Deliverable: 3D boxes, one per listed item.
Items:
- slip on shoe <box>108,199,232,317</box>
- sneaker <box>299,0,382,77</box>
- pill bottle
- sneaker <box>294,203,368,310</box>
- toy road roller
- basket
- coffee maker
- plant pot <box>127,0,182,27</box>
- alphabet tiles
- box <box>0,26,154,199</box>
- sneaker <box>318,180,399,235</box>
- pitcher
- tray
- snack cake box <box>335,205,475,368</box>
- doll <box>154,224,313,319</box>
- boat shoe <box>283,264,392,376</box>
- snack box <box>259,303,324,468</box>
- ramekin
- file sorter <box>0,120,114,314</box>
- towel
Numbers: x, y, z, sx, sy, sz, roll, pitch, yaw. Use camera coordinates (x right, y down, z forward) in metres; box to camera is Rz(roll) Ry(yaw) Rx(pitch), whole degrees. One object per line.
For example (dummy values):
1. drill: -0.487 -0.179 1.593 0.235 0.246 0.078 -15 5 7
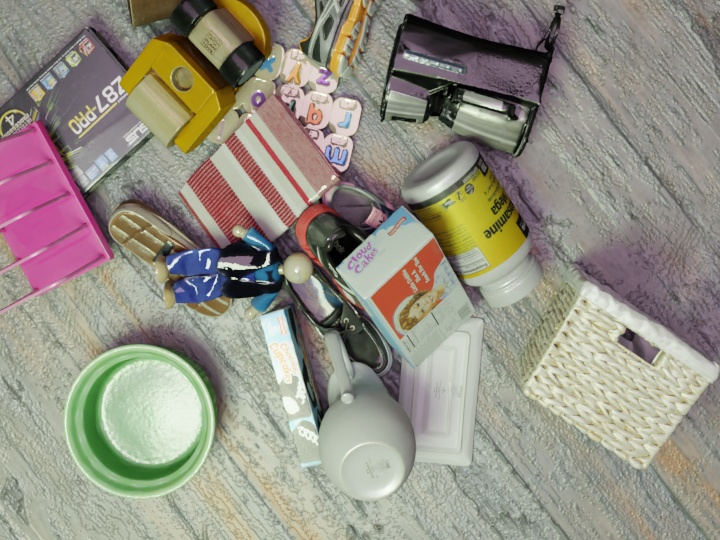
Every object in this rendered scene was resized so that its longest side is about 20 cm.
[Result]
1. slip on shoe: -0.248 -0.019 1.501 0.199 0.061 0.076 38 109 -16
2. sneaker: -0.019 -0.357 1.473 0.077 0.078 0.202 20 85 22
3. pill bottle: 0.149 -0.055 1.442 0.112 0.113 0.201 -36 108 3
4. sneaker: 0.000 0.000 1.443 0.071 0.098 0.201 -46 121 -5
5. toy road roller: -0.197 -0.262 1.450 0.123 0.146 0.200 46 115 -1
6. basket: 0.313 0.116 1.417 0.197 0.200 0.162 33 99 1
7. coffee maker: 0.138 -0.261 1.454 0.198 0.135 0.194 17 70 1
8. plant pot: -0.209 -0.418 1.439 0.198 0.187 0.189 -10 92 -11
9. alphabet tiles: -0.102 -0.200 1.509 0.198 0.015 0.198 13 90 2
10. box: -0.379 -0.198 1.505 0.200 0.049 0.162 -40 94 4
11. sneaker: 0.033 -0.054 1.475 0.199 0.082 0.071 26 89 0
12. pitcher: -0.005 0.179 1.407 0.120 0.200 0.173 -23 112 4
13. tray: 0.106 0.161 1.511 0.106 0.022 0.202 5 92 1
14. snack cake box: 0.060 0.026 1.413 0.115 0.200 0.067 -41 54 -5
15. doll: -0.158 0.007 1.453 0.198 0.049 0.138 -8 118 6
16. boat shoe: -0.036 0.066 1.496 0.069 0.057 0.200 -43 90 3
17. snack box: -0.083 0.147 1.471 0.037 0.116 0.202 -15 92 3
18. ramekin: -0.283 0.193 1.491 0.198 0.098 0.202 0 92 2
19. file sorter: -0.444 -0.062 1.442 0.138 0.125 0.201 -23 99 25
20. towel: -0.135 -0.112 1.475 0.200 0.023 0.145 -41 79 21
